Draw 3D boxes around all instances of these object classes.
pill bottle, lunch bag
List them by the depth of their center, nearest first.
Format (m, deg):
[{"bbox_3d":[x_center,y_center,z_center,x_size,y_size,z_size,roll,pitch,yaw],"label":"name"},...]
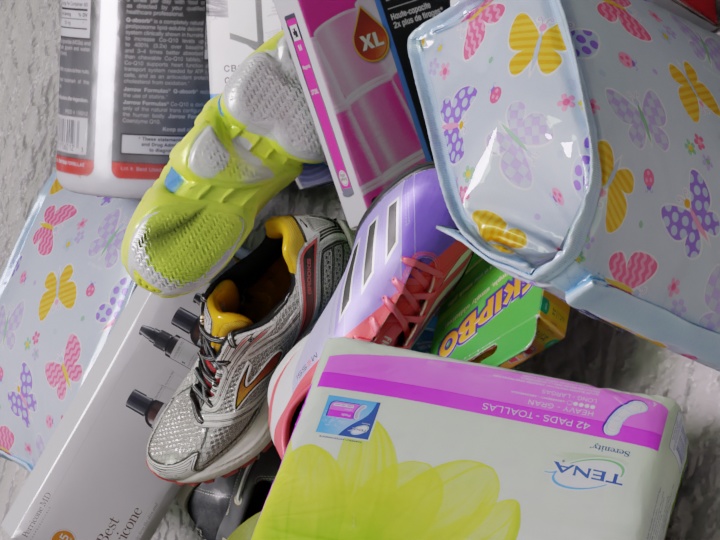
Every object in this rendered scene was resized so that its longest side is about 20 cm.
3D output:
[{"bbox_3d":[0.126,-0.047,1.230,0.127,0.170,0.200,-40,47,32],"label":"lunch bag"},{"bbox_3d":[-0.133,-0.149,1.513,0.116,0.116,0.200,13,102,55],"label":"pill bottle"},{"bbox_3d":[-0.172,0.052,1.618,0.170,0.127,0.200,19,82,53],"label":"lunch bag"}]

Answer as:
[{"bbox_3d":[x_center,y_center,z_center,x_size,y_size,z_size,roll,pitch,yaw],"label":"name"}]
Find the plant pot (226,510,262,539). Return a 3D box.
[{"bbox_3d":[-0.011,0.231,1.295,0.200,0.200,0.193,-48,30,29],"label":"plant pot"}]

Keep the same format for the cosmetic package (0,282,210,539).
[{"bbox_3d":[-0.141,0.097,1.502,0.200,0.083,0.051,-61,14,-4],"label":"cosmetic package"}]

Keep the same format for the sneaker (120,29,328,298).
[{"bbox_3d":[-0.074,-0.069,1.393,0.200,0.076,0.105,-47,11,-14],"label":"sneaker"}]

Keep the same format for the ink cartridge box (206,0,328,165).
[{"bbox_3d":[-0.016,-0.166,1.443,0.146,0.084,0.200,-1,97,18],"label":"ink cartridge box"}]

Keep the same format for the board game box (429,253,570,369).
[{"bbox_3d":[0.087,-0.010,1.335,0.096,0.030,0.200,-34,27,41],"label":"board game box"}]

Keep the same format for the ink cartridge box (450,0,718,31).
[{"bbox_3d":[0.139,-0.222,1.357,0.176,0.084,0.200,-21,59,36],"label":"ink cartridge box"}]

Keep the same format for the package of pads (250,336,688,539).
[{"bbox_3d":[0.055,0.124,1.209,0.200,0.068,0.155,9,51,15],"label":"package of pads"}]

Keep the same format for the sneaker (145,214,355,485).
[{"bbox_3d":[-0.073,0.042,1.414,0.200,0.082,0.078,-55,44,18],"label":"sneaker"}]

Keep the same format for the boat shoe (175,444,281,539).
[{"bbox_3d":[-0.037,0.105,1.476,0.200,0.072,0.068,-52,53,27],"label":"boat shoe"}]

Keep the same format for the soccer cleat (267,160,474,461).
[{"bbox_3d":[0.010,0.030,1.320,0.200,0.068,0.073,-56,18,26],"label":"soccer cleat"}]

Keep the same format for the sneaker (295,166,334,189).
[{"bbox_3d":[-0.014,-0.159,1.550,0.081,0.115,0.200,-10,96,17],"label":"sneaker"}]

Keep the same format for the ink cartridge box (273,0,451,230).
[{"bbox_3d":[0.008,-0.131,1.353,0.037,0.095,0.200,-13,97,64],"label":"ink cartridge box"}]

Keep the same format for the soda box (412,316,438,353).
[{"bbox_3d":[0.054,0.104,1.351,0.068,0.064,0.200,-57,38,19],"label":"soda box"}]
